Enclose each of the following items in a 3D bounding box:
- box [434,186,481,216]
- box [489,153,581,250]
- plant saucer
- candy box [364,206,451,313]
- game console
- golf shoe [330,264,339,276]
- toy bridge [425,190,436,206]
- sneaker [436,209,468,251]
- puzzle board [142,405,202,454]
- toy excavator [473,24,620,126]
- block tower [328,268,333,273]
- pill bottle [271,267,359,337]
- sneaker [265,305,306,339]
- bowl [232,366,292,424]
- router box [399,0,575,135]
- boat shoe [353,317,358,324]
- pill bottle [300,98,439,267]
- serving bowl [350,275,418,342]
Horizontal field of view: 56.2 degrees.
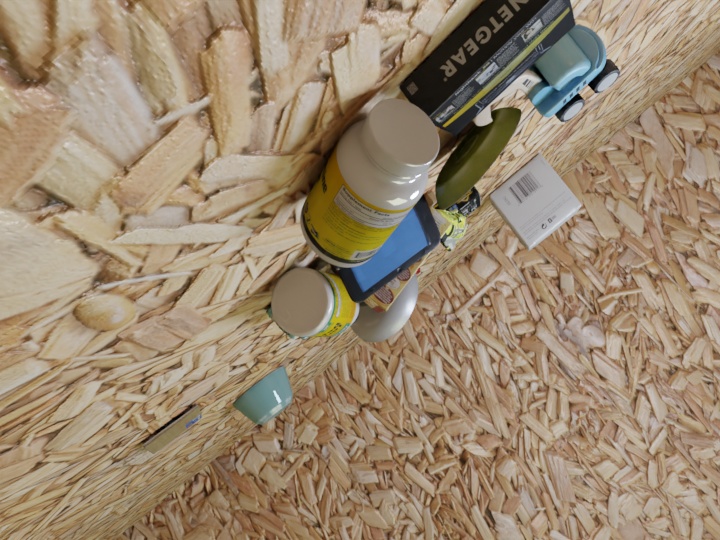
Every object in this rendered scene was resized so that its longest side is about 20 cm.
[{"bbox_3d":[0.212,-0.136,1.607,0.158,0.050,0.200,-37,172,8],"label":"box"},{"bbox_3d":[0.520,-0.201,2.020,0.198,0.202,0.131,-39,170,10],"label":"box"},{"bbox_3d":[0.181,-0.189,1.090,0.201,0.031,0.200,-52,-171,12],"label":"plant saucer"},{"bbox_3d":[0.081,-0.017,1.252,0.201,0.055,0.115,-52,180,-8],"label":"candy box"},{"bbox_3d":[0.047,-0.068,1.057,0.198,0.120,0.173,-35,171,-19],"label":"game console"},{"bbox_3d":[0.031,-0.053,1.213,0.198,0.073,0.092,-38,173,-5],"label":"golf shoe"},{"bbox_3d":[0.074,-0.094,1.330,0.198,0.027,0.067,-33,172,-31],"label":"toy bridge"},{"bbox_3d":[0.182,-0.104,1.443,0.077,0.075,0.200,-46,164,5],"label":"sneaker"},{"bbox_3d":[-0.454,0.386,1.640,0.149,0.018,0.200,-37,172,-20],"label":"puzzle board"},{"bbox_3d":[0.260,-0.284,0.991,0.194,0.101,0.198,-42,156,27],"label":"toy excavator"},{"bbox_3d":[0.000,0.000,1.415,0.058,0.054,0.198,-45,168,37],"label":"block tower"},{"bbox_3d":[-0.070,0.060,1.186,0.112,0.114,0.200,-39,165,10],"label":"pill bottle"},{"bbox_3d":[-0.114,0.093,1.314,0.077,0.087,0.199,-39,171,17],"label":"sneaker"},{"bbox_3d":[-0.287,0.401,2.094,0.199,0.106,0.201,-38,172,-6],"label":"bowl"},{"bbox_3d":[0.152,-0.250,0.782,0.199,0.053,0.157,-42,170,19],"label":"router box"},{"bbox_3d":[-0.048,0.078,1.447,0.073,0.077,0.200,-29,-169,15],"label":"boat shoe"},{"bbox_3d":[0.009,-0.098,0.778,0.111,0.113,0.200,-31,168,-36],"label":"pill bottle"},{"bbox_3d":[0.035,0.057,1.534,0.199,0.202,0.065,-41,131,19],"label":"serving bowl"}]
